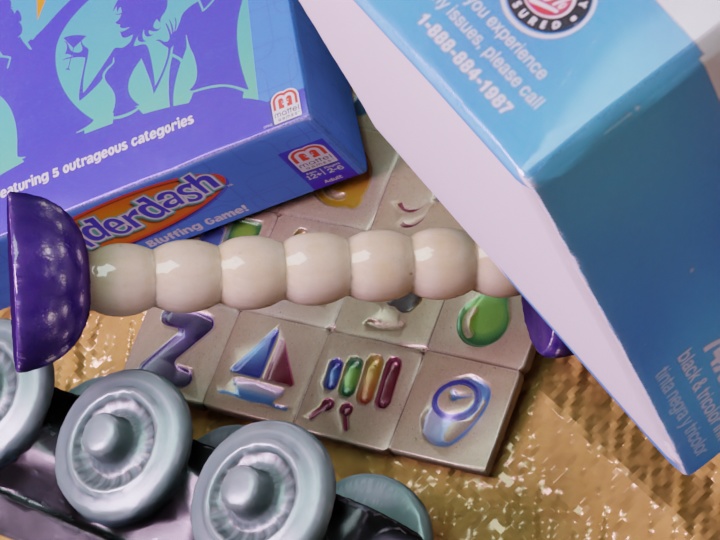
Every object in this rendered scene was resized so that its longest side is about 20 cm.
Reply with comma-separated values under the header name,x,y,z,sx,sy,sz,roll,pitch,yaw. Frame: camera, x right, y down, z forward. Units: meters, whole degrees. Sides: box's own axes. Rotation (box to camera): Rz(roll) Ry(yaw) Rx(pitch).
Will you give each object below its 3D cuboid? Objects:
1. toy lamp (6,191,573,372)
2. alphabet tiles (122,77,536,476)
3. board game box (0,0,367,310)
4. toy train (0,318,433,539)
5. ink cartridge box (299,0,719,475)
name,x,y,z,sx,sy,sz,roll,pitch,yaw
toy lamp,0.000,0.000,0.849,0.200,0.058,0.058,-2,53,-7
alphabet tiles,-0.019,-0.032,0.942,0.200,0.008,0.167,12,71,30
board game box,-0.088,-0.099,0.973,0.152,0.045,0.200,-21,59,17
toy train,-0.067,0.090,0.864,0.200,0.085,0.114,18,82,34
ink cartridge box,0.096,-0.089,0.689,0.200,0.146,0.147,-38,55,-3
